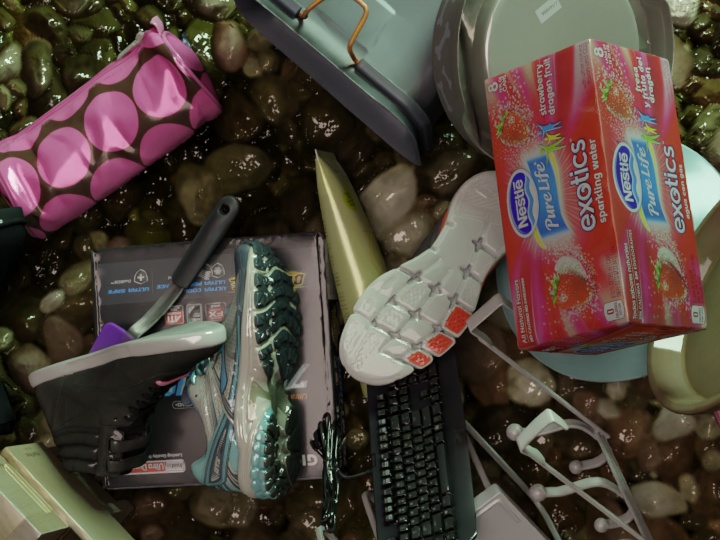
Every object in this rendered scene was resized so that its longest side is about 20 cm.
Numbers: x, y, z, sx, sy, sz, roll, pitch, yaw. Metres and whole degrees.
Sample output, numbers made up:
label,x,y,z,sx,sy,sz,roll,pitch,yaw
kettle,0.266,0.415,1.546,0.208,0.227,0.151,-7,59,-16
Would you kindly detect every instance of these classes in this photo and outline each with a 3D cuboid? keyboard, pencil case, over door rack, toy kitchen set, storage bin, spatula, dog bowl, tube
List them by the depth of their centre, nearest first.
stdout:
label,x,y,z,sx,sy,sz,roll,pitch,yaw
over door rack,0.139,0.132,1.236,0.067,0.200,0.148,-32,37,9
keyboard,0.018,0.140,1.254,0.127,0.021,0.200,-22,38,15
dog bowl,0.141,-0.165,1.292,0.200,0.059,0.200,-4,99,-30
toy kitchen set,-0.261,0.256,1.333,0.163,0.200,0.180,43,96,11
storage bin,0.013,-0.205,1.339,0.200,0.146,0.134,40,85,11
tube,0.000,0.000,1.360,0.052,0.058,0.200,-15,87,-32
spatula,-0.157,0.023,1.368,0.057,0.021,0.200,37,94,20
pencil case,-0.212,-0.115,1.402,0.200,0.091,0.094,-36,112,7

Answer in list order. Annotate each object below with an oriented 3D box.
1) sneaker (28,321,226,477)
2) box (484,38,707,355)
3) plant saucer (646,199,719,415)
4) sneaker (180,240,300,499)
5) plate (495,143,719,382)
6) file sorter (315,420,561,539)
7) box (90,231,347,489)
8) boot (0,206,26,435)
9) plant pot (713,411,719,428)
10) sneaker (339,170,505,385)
label,x,y,z,sx,sy,sz,roll,pitch,yaw
sneaker,-0.168,0.102,1.319,0.200,0.071,0.099,-19,87,36
box,0.161,-0.047,1.185,0.100,0.095,0.200,-17,74,44
plant saucer,0.266,0.012,1.167,0.029,0.200,0.200,28,93,-15
sneaker,-0.100,0.076,1.326,0.086,0.078,0.200,-1,84,21
plate,0.191,-0.014,1.306,0.200,0.026,0.200,-9,70,25
file sorter,0.047,0.232,1.291,0.200,0.125,0.139,-38,120,7
box,-0.115,0.074,1.391,0.200,0.050,0.199,-3,86,12
boot,-0.310,0.052,1.386,0.200,0.076,0.168,-27,80,47
plant pot,0.347,0.070,1.227,0.200,0.179,0.200,-1,86,12
sneaker,0.059,0.015,1.325,0.077,0.082,0.200,42,76,4
